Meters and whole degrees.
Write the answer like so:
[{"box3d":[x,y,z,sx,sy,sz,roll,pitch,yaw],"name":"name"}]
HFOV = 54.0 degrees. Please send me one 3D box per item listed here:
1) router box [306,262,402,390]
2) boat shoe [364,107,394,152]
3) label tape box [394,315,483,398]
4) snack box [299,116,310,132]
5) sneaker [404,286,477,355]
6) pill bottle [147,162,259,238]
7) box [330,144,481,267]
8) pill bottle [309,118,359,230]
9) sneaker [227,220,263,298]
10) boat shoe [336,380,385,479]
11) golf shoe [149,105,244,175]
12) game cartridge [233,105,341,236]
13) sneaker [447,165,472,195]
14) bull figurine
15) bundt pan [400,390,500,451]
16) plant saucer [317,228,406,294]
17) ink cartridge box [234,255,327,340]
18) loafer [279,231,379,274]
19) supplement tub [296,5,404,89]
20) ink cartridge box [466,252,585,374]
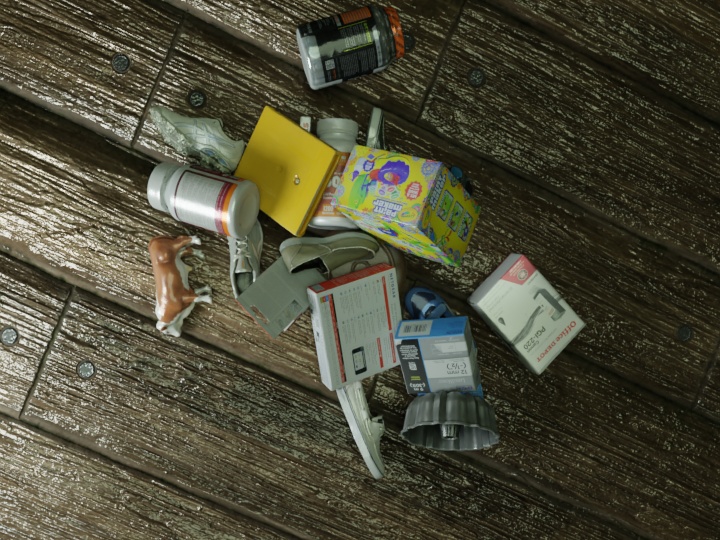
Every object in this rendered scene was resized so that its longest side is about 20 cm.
[{"box3d":[-0.004,0.109,1.385,0.175,0.049,0.206,-16,110,-24],"name":"router box"},{"box3d":[0.037,-0.221,1.422,0.062,0.071,0.207,5,100,-4],"name":"boat shoe"},{"box3d":[0.158,0.194,1.390,0.139,0.067,0.205,-5,117,19],"name":"label tape box"},{"box3d":[-0.116,-0.196,1.403,0.023,0.072,0.207,4,92,-5],"name":"snack box"},{"box3d":[0.169,0.111,1.436,0.074,0.082,0.200,-44,93,-1],"name":"sneaker"},{"box3d":[-0.299,-0.139,1.348,0.195,0.109,0.113,16,91,17],"name":"pill bottle"},{"box3d":[0.086,-0.117,1.297,0.196,0.192,0.125,19,81,36],"name":"box"},{"box3d":[-0.048,-0.187,1.387,0.108,0.112,0.207,2,88,-5],"name":"pill bottle"},{"box3d":[-0.227,-0.030,1.390,0.073,0.092,0.207,-8,92,-3],"name":"sneaker"},{"box3d":[0.018,0.320,1.439,0.068,0.071,0.205,-23,87,-1],"name":"boat shoe"},{"box3d":[-0.319,-0.271,1.394,0.198,0.078,0.099,37,71,-10],"name":"golf shoe"},{"box3d":[-0.147,-0.194,1.363,0.198,0.032,0.179,36,105,28],"name":"game cartridge"},{"box3d":[0.148,-0.114,1.426,0.199,0.081,0.074,-43,54,12],"name":"sneaker"},{"box3d":[-0.358,0.028,1.395,0.118,0.065,0.207,-11,95,-9],"name":"bull figurine"},{"box3d":[0.178,0.294,1.398,0.195,0.203,0.078,8,63,-5],"name":"bundt pan"},{"box3d":[0.000,0.000,1.440,0.194,0.037,0.208,0,93,-5],"name":"plant saucer"},{"box3d":[-0.154,0.050,1.356,0.109,0.050,0.200,45,44,-1],"name":"ink cartridge box"},{"box3d":[-0.057,-0.024,1.368,0.193,0.076,0.072,-5,64,-5],"name":"loafer"},{"box3d":[-0.020,-0.439,1.378,0.194,0.122,0.126,-16,93,-4],"name":"supplement tub"},{"box3d":[0.339,0.087,1.450,0.146,0.085,0.200,-44,97,-2],"name":"ink cartridge box"}]
